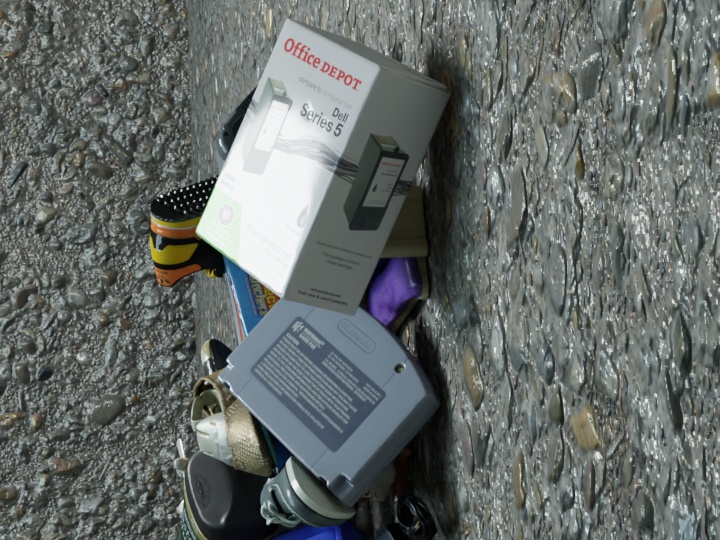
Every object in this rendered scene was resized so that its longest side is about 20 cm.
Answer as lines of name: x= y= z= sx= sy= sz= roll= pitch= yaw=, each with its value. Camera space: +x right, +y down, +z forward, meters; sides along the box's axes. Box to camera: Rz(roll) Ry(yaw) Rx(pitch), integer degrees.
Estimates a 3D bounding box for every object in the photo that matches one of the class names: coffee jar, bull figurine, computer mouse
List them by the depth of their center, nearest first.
computer mouse: x=0.032 y=0.235 z=1.431 sx=0.200 sy=0.034 sz=0.059 roll=101 pitch=145 yaw=-64
bull figurine: x=0.009 y=0.165 z=1.521 sx=0.200 sy=0.065 sz=0.122 roll=-103 pitch=9 yaw=-64
coffee jar: x=-0.129 y=0.250 z=1.641 sx=0.200 sy=0.085 sz=0.104 roll=103 pitch=151 yaw=-52

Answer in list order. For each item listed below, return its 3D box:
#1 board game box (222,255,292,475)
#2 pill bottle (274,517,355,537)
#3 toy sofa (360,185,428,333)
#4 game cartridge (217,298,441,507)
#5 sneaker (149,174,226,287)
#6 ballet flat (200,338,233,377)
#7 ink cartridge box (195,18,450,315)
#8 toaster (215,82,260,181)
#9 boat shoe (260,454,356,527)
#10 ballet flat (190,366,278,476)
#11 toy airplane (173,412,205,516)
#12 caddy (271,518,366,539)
board game box: x=-0.077 y=0.102 z=1.620 sx=0.200 sy=0.056 sz=0.196 roll=86 pitch=168 yaw=-55
pill bottle: x=-0.055 y=0.314 z=1.755 sx=0.113 sy=0.113 sz=0.200 roll=117 pitch=150 yaw=-69
toy sofa: x=0.000 y=0.000 z=1.507 sx=0.200 sy=0.083 sz=0.098 roll=122 pitch=146 yaw=-71
game cartridge: x=-0.024 y=0.096 z=1.437 sx=0.200 sy=0.133 sz=0.042 roll=40 pitch=172 yaw=43
sneaker: x=-0.130 y=-0.040 z=1.656 sx=0.070 sy=0.200 sz=0.090 roll=25 pitch=118 yaw=35
ballet flat: x=-0.124 y=0.162 z=1.727 sx=0.057 sy=0.066 sz=0.200 roll=-34 pitch=70 yaw=28
ink cartridge box: x=-0.032 y=-0.086 z=1.372 sx=0.145 sy=0.084 sz=0.200 roll=34 pitch=104 yaw=48
toaster: x=-0.056 y=-0.108 z=1.553 sx=0.200 sy=0.114 sz=0.129 roll=-48 pitch=-15 yaw=-23
boat shoe: x=-0.051 y=0.200 z=1.450 sx=0.062 sy=0.073 sz=0.200 roll=-49 pitch=3 yaw=-1
ballet flat: x=-0.121 y=0.144 z=1.551 sx=0.200 sy=0.065 sz=0.071 roll=-128 pitch=25 yaw=-73
toy airplane: x=-0.123 y=0.171 z=1.902 sx=0.200 sy=0.141 sz=0.199 roll=-41 pitch=-16 yaw=-42
caddy: x=-0.013 y=0.314 z=1.545 sx=0.141 sy=0.105 sz=0.200 roll=-70 pitch=-36 yaw=-83
